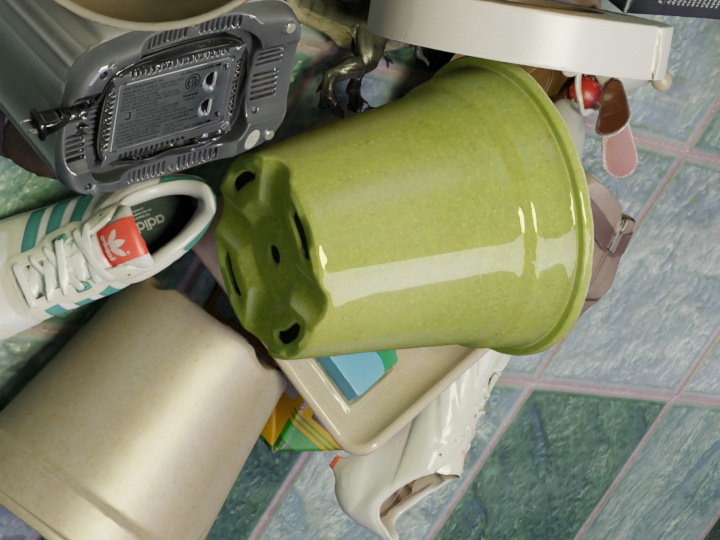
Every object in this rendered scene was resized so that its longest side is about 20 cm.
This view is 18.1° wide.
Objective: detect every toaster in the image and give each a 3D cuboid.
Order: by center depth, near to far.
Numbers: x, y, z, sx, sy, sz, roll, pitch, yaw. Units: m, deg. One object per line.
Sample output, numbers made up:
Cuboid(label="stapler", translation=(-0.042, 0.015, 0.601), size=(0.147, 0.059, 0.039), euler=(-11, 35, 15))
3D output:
Cuboid(label="toaster", translation=(-0.143, -0.128, 1.334), size=(0.199, 0.129, 0.114), euler=(-20, 138, -35))

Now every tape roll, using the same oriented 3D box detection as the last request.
Cuboid(label="tape roll", translation=(0.104, -0.159, 1.472), size=(0.202, 0.202, 0.037), euler=(-1, 103, -47))

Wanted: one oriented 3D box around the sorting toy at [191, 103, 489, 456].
Cuboid(label="sorting toy", translation=(0.000, 0.000, 1.548), size=(0.185, 0.200, 0.036), euler=(-39, 180, -33))

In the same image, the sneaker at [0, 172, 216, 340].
Cuboid(label="sneaker", translation=(-0.179, -0.014, 1.424), size=(0.199, 0.071, 0.093), euler=(-24, -175, -22))

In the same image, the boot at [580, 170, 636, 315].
Cuboid(label="boot", translation=(0.146, -0.018, 1.837), size=(0.147, 0.070, 0.200), euler=(-55, 147, 3))

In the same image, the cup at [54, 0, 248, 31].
Cuboid(label="cup", translation=(-0.096, -0.234, 1.249), size=(0.201, 0.200, 0.143), euler=(-54, 172, 13))

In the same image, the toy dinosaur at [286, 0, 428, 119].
Cuboid(label="toy dinosaur", translation=(0.000, -0.150, 1.545), size=(0.199, 0.047, 0.089), euler=(2, 108, -50))

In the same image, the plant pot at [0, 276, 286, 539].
Cuboid(label="plant pot", translation=(-0.153, 0.111, 1.544), size=(0.184, 0.200, 0.201), euler=(-54, 148, -9))

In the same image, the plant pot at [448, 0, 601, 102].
Cuboid(label="plant pot", translation=(0.113, -0.134, 1.664), size=(0.200, 0.027, 0.200), euler=(-39, 159, -19))

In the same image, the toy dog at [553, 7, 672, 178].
Cuboid(label="toy dog", translation=(0.165, -0.087, 1.677), size=(0.200, 0.096, 0.132), euler=(-51, 160, 11))

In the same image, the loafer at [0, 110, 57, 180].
Cuboid(label="loafer", translation=(-0.140, -0.085, 1.435), size=(0.199, 0.071, 0.073), euler=(-15, 136, -39))

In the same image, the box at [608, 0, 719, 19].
Cuboid(label="box", translation=(0.218, -0.257, 1.582), size=(0.199, 0.148, 0.105), euler=(-3, 128, -45))

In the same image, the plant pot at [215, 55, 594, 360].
Cuboid(label="plant pot", translation=(0.016, -0.024, 1.430), size=(0.183, 0.201, 0.201), euler=(-14, 135, -31))

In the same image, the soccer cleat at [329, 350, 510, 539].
Cuboid(label="soccer cleat", translation=(0.062, 0.108, 1.632), size=(0.200, 0.078, 0.069), euler=(-50, 146, 4))

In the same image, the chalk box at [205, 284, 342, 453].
Cuboid(label="chalk box", translation=(-0.006, 0.051, 1.679), size=(0.199, 0.124, 0.124), euler=(6, 121, -49))
